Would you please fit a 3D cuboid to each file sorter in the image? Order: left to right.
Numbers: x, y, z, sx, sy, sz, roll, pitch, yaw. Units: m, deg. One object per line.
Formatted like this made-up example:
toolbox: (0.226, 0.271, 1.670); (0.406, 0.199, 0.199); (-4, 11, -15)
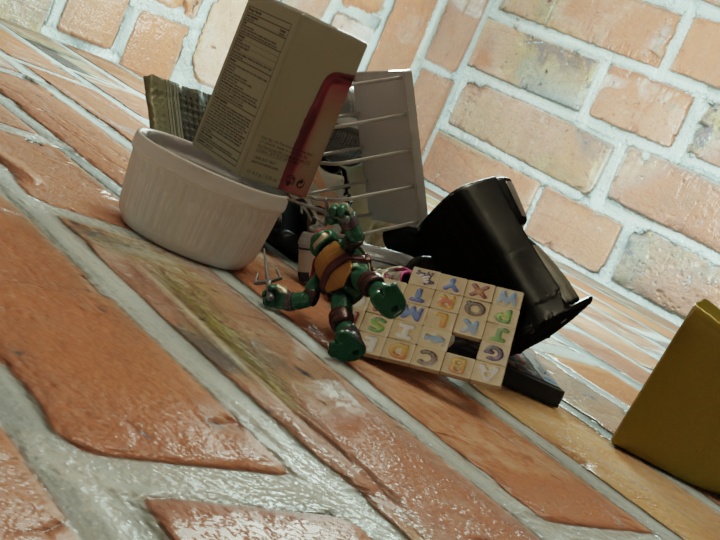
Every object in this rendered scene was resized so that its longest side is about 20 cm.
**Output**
file sorter: (-0.007, -0.150, 1.540); (0.123, 0.203, 0.138); (-14, 14, -26)

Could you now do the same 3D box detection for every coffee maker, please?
coffee maker: (0.164, -0.005, 1.448); (0.201, 0.134, 0.191); (58, 25, 15)

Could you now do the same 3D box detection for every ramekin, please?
ramekin: (-0.193, -0.081, 1.408); (0.198, 0.106, 0.200); (24, 9, -4)

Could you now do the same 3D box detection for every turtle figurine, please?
turtle figurine: (-0.029, -0.001, 1.261); (0.100, 0.151, 0.201); (11, 28, -36)

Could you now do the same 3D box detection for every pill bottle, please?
pill bottle: (-0.036, -0.213, 1.702); (0.198, 0.115, 0.113); (11, 15, -41)

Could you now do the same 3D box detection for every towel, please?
towel: (-0.216, -0.151, 1.588); (0.034, 0.203, 0.191); (-18, -17, 34)

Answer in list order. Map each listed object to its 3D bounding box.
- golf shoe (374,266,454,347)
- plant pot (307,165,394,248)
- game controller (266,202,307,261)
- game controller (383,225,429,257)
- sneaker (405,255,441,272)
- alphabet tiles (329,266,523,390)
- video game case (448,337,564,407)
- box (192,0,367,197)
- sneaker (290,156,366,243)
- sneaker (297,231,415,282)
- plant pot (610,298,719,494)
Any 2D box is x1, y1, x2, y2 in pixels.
golf shoe: (0.037, 0.023, 1.427); (0.075, 0.093, 0.199); (-31, 44, -33)
plant pot: (-0.031, -0.112, 1.836); (0.183, 0.202, 0.200); (37, 11, 13)
game controller: (-0.113, -0.106, 1.668); (0.104, 0.042, 0.202); (47, 29, -42)
game controller: (0.109, -0.005, 1.670); (0.103, 0.043, 0.200); (4, -30, 34)
sneaker: (0.126, 0.037, 1.592); (0.198, 0.076, 0.115); (28, -3, -21)
alphabet tiles: (0.073, 0.052, 1.309); (0.197, 0.008, 0.168); (14, 39, 9)
video game case: (0.155, 0.104, 1.535); (0.198, 0.026, 0.181); (24, 9, -8)
box: (-0.098, -0.209, 1.407); (0.108, 0.202, 0.128); (16, 12, -40)
sneaker: (-0.038, -0.092, 1.639); (0.201, 0.079, 0.074); (53, 13, -22)
sneaker: (0.000, 0.000, 1.558); (0.198, 0.072, 0.073); (11, 2, -28)
plant pot: (0.450, 0.172, 1.448); (0.199, 0.196, 0.195); (33, 11, 16)
